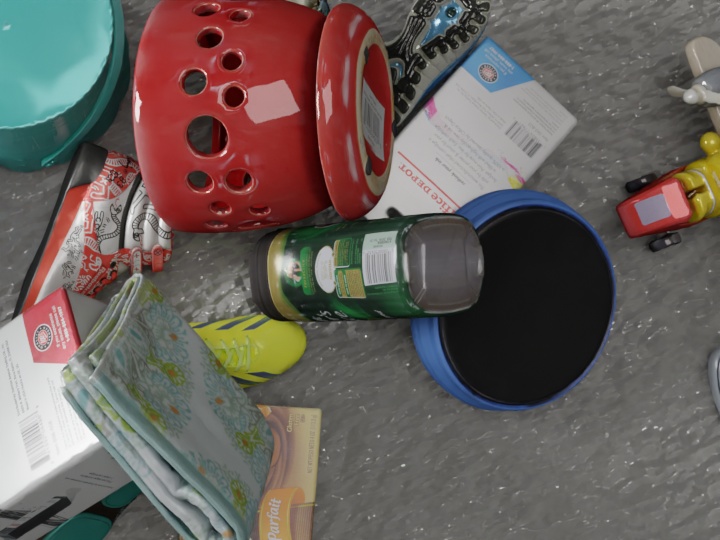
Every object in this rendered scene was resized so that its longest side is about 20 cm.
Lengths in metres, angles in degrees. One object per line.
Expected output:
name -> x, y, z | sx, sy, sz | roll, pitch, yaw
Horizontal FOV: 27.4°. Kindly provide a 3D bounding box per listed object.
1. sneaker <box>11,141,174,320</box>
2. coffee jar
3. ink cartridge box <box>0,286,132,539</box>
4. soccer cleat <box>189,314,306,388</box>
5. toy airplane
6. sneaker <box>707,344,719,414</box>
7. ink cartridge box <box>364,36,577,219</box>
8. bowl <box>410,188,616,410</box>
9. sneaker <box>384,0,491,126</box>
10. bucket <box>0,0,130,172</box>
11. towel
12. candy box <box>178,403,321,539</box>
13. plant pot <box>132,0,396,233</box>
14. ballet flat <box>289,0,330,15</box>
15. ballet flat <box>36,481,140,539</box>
sneaker -> -0.229, -0.002, 1.289 | 0.108, 0.067, 0.202 | 21, 91, -18
coffee jar -> 0.000, 0.000, 1.250 | 0.104, 0.200, 0.086 | -4, 91, -44
ink cartridge box -> -0.272, 0.130, 1.198 | 0.200, 0.084, 0.145 | -32, 60, 19
soccer cleat -> -0.144, 0.073, 1.284 | 0.199, 0.084, 0.065 | -4, 84, -8
toy airplane -> 0.353, -0.088, 1.338 | 0.199, 0.141, 0.200 | 25, 81, -4
sneaker -> 0.391, 0.152, 1.354 | 0.073, 0.071, 0.200 | -31, 89, -9
ink cartridge box -> 0.086, -0.096, 1.340 | 0.115, 0.068, 0.200 | 42, 80, -3
bowl -> 0.140, 0.030, 1.311 | 0.200, 0.039, 0.201 | -5, 102, -24
sneaker -> 0.045, -0.178, 1.338 | 0.200, 0.090, 0.078 | -39, 79, 11
bucket -> -0.295, -0.195, 1.266 | 0.206, 0.135, 0.208 | 1, 85, -8
towel -> -0.143, 0.111, 1.164 | 0.048, 0.171, 0.200 | -32, 106, 20
candy box -> -0.100, 0.216, 1.290 | 0.115, 0.055, 0.201 | 5, 84, -7
plant pot -> -0.072, -0.134, 1.234 | 0.182, 0.200, 0.201 | -2, 84, 13
ballet flat -> -0.114, -0.271, 1.333 | 0.199, 0.074, 0.074 | 23, 82, -4
ballet flat -> -0.233, 0.188, 1.263 | 0.200, 0.074, 0.074 | -42, 91, 4
